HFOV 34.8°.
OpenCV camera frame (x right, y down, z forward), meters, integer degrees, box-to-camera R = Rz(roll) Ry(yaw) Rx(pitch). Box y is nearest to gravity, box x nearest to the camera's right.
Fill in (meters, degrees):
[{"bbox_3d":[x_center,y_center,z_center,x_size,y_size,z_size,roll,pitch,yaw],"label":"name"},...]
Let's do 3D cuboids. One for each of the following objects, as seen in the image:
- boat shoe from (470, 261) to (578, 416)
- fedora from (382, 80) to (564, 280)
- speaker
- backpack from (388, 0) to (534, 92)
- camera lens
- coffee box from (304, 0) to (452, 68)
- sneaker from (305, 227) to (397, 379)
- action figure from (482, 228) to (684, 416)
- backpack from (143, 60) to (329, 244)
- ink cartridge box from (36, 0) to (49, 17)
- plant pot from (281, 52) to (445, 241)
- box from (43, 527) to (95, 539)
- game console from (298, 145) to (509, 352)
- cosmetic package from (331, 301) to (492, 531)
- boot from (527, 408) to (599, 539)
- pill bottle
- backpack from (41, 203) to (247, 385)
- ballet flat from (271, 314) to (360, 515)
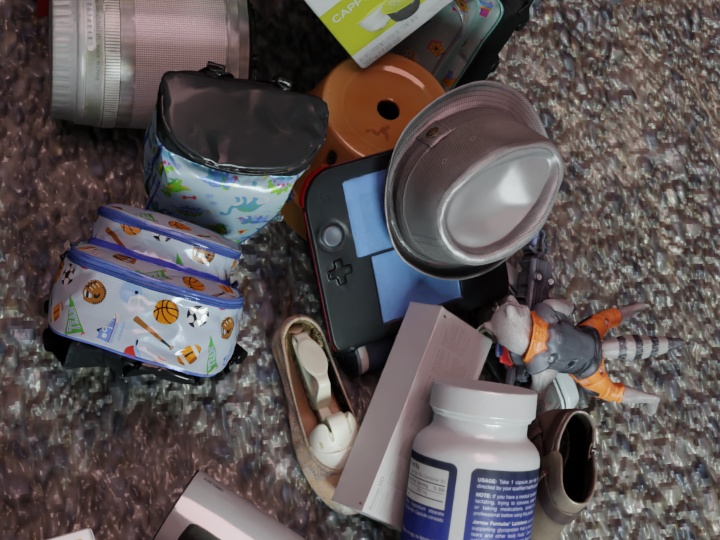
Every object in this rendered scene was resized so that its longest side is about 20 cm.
[{"bbox_3d":[0.148,0.067,1.176,0.071,0.072,0.201,-24,76,-30],"label":"boat shoe"},{"bbox_3d":[0.118,-0.076,1.060,0.199,0.090,0.178,-32,114,-16],"label":"fedora"},{"bbox_3d":[-0.081,0.262,1.011,0.199,0.081,0.081,34,60,0],"label":"speaker"},{"bbox_3d":[0.065,-0.302,1.268,0.153,0.176,0.200,-29,73,-38],"label":"backpack"},{"bbox_3d":[-0.210,-0.223,1.157,0.198,0.160,0.161,0,65,-17],"label":"camera lens"},{"bbox_3d":[-0.005,-0.361,1.097,0.199,0.198,0.201,-37,55,9],"label":"coffee box"},{"bbox_3d":[0.000,0.000,1.141,0.082,0.070,0.202,-16,101,-25],"label":"sneaker"},{"bbox_3d":[0.208,0.048,1.119,0.192,0.104,0.202,7,79,-28],"label":"action figure"},{"bbox_3d":[-0.138,-0.101,1.096,0.162,0.200,0.155,7,86,-23],"label":"backpack"},{"bbox_3d":[-0.233,-0.317,1.194,0.199,0.161,0.050,-26,77,-23],"label":"ink cartridge box"},{"bbox_3d":[0.012,-0.131,1.192,0.198,0.140,0.202,7,63,-14],"label":"plant pot"},{"bbox_3d":[-0.299,0.290,0.909,0.199,0.113,0.102,-13,69,-18],"label":"box"},{"bbox_3d":[0.045,-0.031,1.099,0.199,0.031,0.178,-17,102,-20],"label":"game console"},{"bbox_3d":[0.049,0.138,1.078,0.082,0.050,0.201,34,72,-40],"label":"cosmetic package"},{"bbox_3d":[0.168,0.227,1.063,0.070,0.146,0.201,12,63,-14],"label":"boot"},{"bbox_3d":[0.098,0.201,1.018,0.115,0.116,0.202,7,91,-13],"label":"pill bottle"},{"bbox_3d":[-0.184,0.025,1.018,0.198,0.191,0.155,12,100,-10],"label":"backpack"},{"bbox_3d":[-0.037,0.132,1.092,0.068,0.067,0.201,-16,71,-22],"label":"ballet flat"}]
